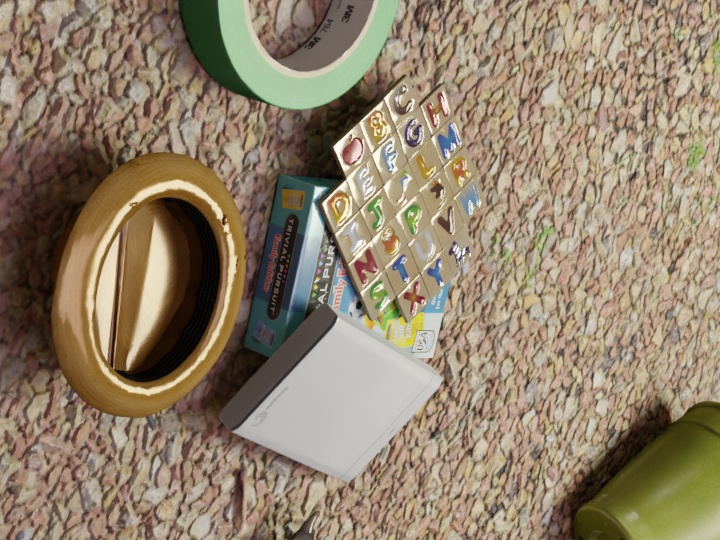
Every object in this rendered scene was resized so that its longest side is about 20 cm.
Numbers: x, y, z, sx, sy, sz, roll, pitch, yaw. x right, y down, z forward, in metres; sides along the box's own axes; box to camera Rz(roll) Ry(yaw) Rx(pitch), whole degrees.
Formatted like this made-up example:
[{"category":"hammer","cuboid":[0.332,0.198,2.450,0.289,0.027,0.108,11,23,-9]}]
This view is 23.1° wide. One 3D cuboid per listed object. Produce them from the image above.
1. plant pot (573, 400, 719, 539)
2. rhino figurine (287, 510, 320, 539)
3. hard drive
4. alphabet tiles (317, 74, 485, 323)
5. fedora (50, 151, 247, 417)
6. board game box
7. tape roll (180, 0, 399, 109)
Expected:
[{"category":"plant pot","cuboid":[0.343,0.272,1.921,0.193,0.200,0.201,-24,123,-24]},{"category":"rhino figurine","cuboid":[-0.067,0.309,1.578,0.087,0.060,0.200,7,99,-62]},{"category":"hard drive","cuboid":[-0.021,0.110,1.523,0.132,0.027,0.200,-47,146,6]},{"category":"alphabet tiles","cuboid":[0.039,-0.059,1.512,0.166,0.006,0.200,-45,131,-27]},{"category":"fedora","cuboid":[-0.174,0.007,1.325,0.200,0.082,0.201,-15,111,-44]},{"category":"board game box","cuboid":[0.000,0.000,1.533,0.200,0.047,0.151,1,104,-47]},{"category":"tape roll","cuboid":[-0.051,-0.229,1.384,0.200,0.048,0.201,-21,120,-40]}]
